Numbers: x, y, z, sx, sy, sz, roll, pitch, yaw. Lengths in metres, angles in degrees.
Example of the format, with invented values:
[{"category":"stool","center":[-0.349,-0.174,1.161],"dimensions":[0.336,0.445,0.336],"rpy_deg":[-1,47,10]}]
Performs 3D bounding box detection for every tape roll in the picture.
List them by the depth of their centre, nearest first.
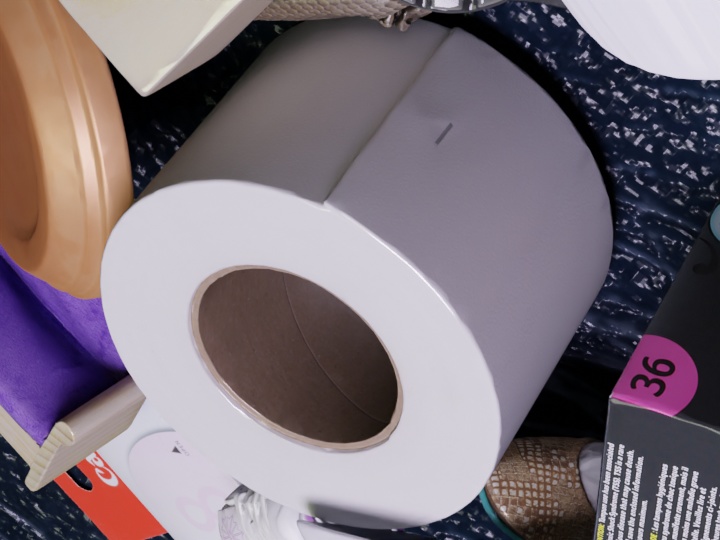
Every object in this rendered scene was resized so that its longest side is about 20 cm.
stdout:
[{"category":"tape roll","center":[0.000,0.000,0.957],"dimensions":[0.202,0.139,0.203],"rpy_deg":[18,135,19]}]

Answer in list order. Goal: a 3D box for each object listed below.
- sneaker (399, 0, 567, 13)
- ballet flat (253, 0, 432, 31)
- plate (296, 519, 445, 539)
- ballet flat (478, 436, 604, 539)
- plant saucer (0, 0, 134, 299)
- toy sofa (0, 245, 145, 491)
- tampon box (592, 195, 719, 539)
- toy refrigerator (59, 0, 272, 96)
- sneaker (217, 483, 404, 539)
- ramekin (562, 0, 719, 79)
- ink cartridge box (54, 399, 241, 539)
[{"category":"sneaker","center":[0.100,-0.139,0.838],"dimensions":[0.200,0.079,0.076],"rpy_deg":[8,109,3]},{"category":"ballet flat","center":[-0.048,-0.133,0.947],"dimensions":[0.200,0.067,0.046],"rpy_deg":[2,140,26]},{"category":"plate","center":[0.097,0.161,0.984],"dimensions":[0.199,0.032,0.200],"rpy_deg":[11,176,33]},{"category":"ballet flat","center":[0.139,0.113,1.004],"dimensions":[0.065,0.071,0.200],"rpy_deg":[-30,148,32]},{"category":"plant saucer","center":[-0.166,-0.079,1.010],"dimensions":[0.200,0.037,0.200],"rpy_deg":[45,145,46]},{"category":"toy sofa","center":[-0.198,0.010,1.124],"dimensions":[0.200,0.083,0.098],"rpy_deg":[46,134,11]},{"category":"tampon box","center":[0.219,0.077,0.893],"dimensions":[0.200,0.150,0.126],"rpy_deg":[19,138,18]},{"category":"toy refrigerator","center":[-0.034,-0.165,0.844],"dimensions":[0.200,0.076,0.070],"rpy_deg":[-40,92,30]},{"category":"sneaker","center":[-0.031,0.136,1.086],"dimensions":[0.099,0.200,0.075],"rpy_deg":[-19,84,6]},{"category":"ramekin","center":[0.135,-0.158,0.698],"dimensions":[0.200,0.201,0.098],"rpy_deg":[-4,138,36]},{"category":"ink cartridge box","center":[-0.147,0.110,1.250],"dimensions":[0.200,0.057,0.163],"rpy_deg":[-24,113,40]}]
